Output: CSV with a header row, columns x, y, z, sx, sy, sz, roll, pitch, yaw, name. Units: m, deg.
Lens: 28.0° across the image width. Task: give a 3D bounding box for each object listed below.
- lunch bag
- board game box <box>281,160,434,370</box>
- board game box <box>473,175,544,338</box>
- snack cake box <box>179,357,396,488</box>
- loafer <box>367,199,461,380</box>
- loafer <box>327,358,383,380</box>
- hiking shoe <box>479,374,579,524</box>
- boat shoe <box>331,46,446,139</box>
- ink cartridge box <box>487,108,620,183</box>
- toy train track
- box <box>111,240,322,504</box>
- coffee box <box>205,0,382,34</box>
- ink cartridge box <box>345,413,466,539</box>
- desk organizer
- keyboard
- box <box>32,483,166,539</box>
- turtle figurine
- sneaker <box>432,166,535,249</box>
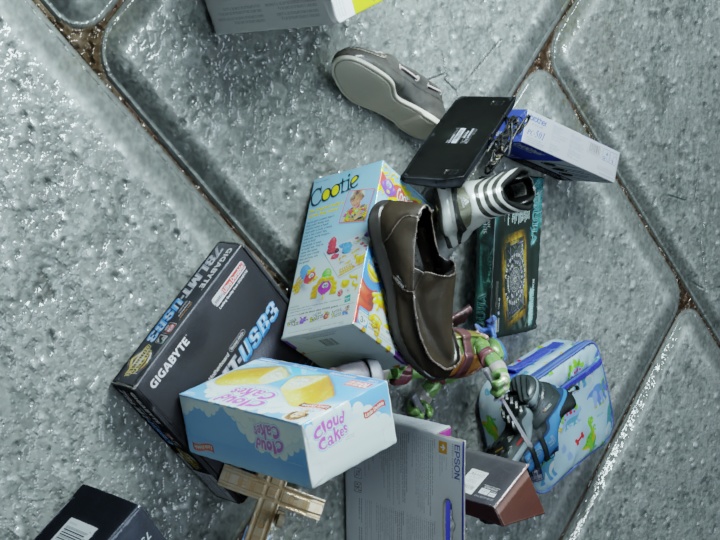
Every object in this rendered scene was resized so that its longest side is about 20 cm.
x,y,z,sx,sy,sz,roll,pitch,yaw,name
0.245,0.185,1.891,0.199,0.082,0.162,-26,109,-41,lunch bag
0.000,0.000,1.577,0.103,0.104,0.202,37,53,-40,board game box
0.188,-0.019,1.826,0.135,0.028,0.202,-5,99,-57,board game box
-0.074,0.146,1.425,0.114,0.199,0.068,-21,108,-39,snack cake box
0.067,0.020,1.512,0.073,0.071,0.202,-32,106,-52,loafer
-0.040,0.160,1.566,0.062,0.201,0.072,3,51,-27,loafer
0.203,0.229,1.775,0.086,0.074,0.202,13,109,-20,hiking shoe
0.032,-0.214,1.653,0.199,0.066,0.058,31,54,-47,boat shoe
0.233,-0.157,1.828,0.199,0.093,0.045,17,83,-44,ink cartridge box
-0.105,0.272,1.491,0.114,0.033,0.202,20,87,-6,toy train track
-0.139,0.108,1.531,0.201,0.049,0.199,-55,129,-26,box
-0.048,-0.370,1.455,0.197,0.199,0.202,-33,117,-37,coffee box
0.060,0.267,1.636,0.043,0.199,0.199,-7,101,-43,ink cartridge box
0.112,0.257,1.686,0.072,0.199,0.077,-45,125,-31,desk organizer
0.125,-0.137,1.633,0.200,0.103,0.040,-55,142,-47,keyboard
-0.242,0.336,1.417,0.148,0.104,0.201,-47,125,-29,box
0.101,0.143,1.696,0.192,0.143,0.202,8,96,-34,turtle figurine
0.150,-0.073,1.686,0.200,0.114,0.077,-4,83,-83,sneaker
